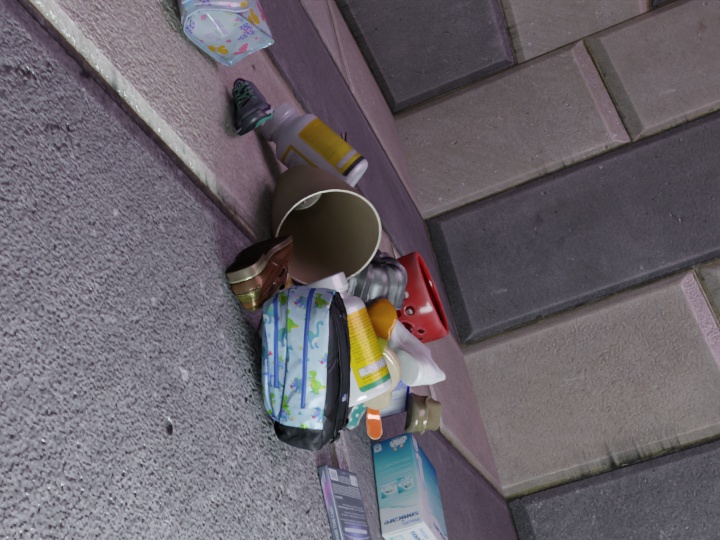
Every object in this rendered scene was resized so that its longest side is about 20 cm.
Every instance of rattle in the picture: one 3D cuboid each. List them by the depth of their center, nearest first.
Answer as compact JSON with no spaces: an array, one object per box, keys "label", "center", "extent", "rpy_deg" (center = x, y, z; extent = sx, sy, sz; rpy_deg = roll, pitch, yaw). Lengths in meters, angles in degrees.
[{"label":"rattle","center":[0.020,0.176,1.458],"extent":[0.143,0.130,0.200],"rpy_deg":[-94,170,-59]}]

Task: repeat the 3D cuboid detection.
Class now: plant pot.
[{"label":"plant pot","center":[-0.083,-0.104,1.446],"extent":[0.188,0.187,0.200],"rpy_deg":[61,0,-38]},{"label":"plant pot","center":[0.080,0.079,1.823],"extent":[0.200,0.182,0.201],"rpy_deg":[-20,90,-78]}]

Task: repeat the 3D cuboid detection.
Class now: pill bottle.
[{"label":"pill bottle","center":[-0.032,0.109,1.308],"extent":[0.113,0.113,0.201],"rpy_deg":[-24,94,-79]},{"label":"pill bottle","center":[-0.092,-0.229,1.581],"extent":[0.200,0.112,0.112],"rpy_deg":[41,12,1]}]

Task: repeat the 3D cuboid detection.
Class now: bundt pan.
[{"label":"bundt pan","center":[0.000,0.000,1.542],"extent":[0.202,0.201,0.076],"rpy_deg":[-71,-179,-72]}]

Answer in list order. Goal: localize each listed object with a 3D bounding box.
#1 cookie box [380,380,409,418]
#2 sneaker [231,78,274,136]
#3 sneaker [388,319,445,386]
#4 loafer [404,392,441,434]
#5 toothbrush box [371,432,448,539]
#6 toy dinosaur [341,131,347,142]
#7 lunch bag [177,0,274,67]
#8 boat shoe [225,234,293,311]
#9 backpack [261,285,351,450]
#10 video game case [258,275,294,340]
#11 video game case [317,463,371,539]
[{"label":"cookie box","center":[0.044,0.176,1.625],"extent":[0.200,0.075,0.172],"rpy_deg":[89,-11,-60]},{"label":"sneaker","center":[-0.204,-0.294,1.446],"extent":[0.088,0.074,0.200],"rpy_deg":[56,3,-14]},{"label":"sneaker","center":[0.081,0.140,1.497],"extent":[0.088,0.075,0.200],"rpy_deg":[8,32,-38]},{"label":"loafer","center":[0.123,0.273,1.577],"extent":[0.200,0.067,0.076],"rpy_deg":[19,78,-85]},{"label":"toothbrush box","center":[0.094,0.430,1.531],"extent":[0.200,0.085,0.147],"rpy_deg":[-99,163,-48]},{"label":"toy dinosaur","center":[-0.095,-0.203,1.714],"extent":[0.182,0.105,0.200],"rpy_deg":[-67,171,-62]},{"label":"lunch bag","center":[-0.246,-0.465,1.376],"extent":[0.200,0.127,0.170],"rpy_deg":[20,49,-67]},{"label":"boat shoe","center":[-0.144,0.002,1.213],"extent":[0.200,0.072,0.068],"rpy_deg":[-52,125,-65]},{"label":"backpack","center":[-0.072,0.121,1.132],"extent":[0.163,0.153,0.201],"rpy_deg":[-33,138,-75]},{"label":"video game case","center":[-0.101,0.122,1.307],"extent":[0.200,0.023,0.182],"rpy_deg":[-82,150,-65]},{"label":"video game case","center":[-0.012,0.403,1.251],"extent":[0.143,0.019,0.201],"rpy_deg":[46,27,-63]}]
